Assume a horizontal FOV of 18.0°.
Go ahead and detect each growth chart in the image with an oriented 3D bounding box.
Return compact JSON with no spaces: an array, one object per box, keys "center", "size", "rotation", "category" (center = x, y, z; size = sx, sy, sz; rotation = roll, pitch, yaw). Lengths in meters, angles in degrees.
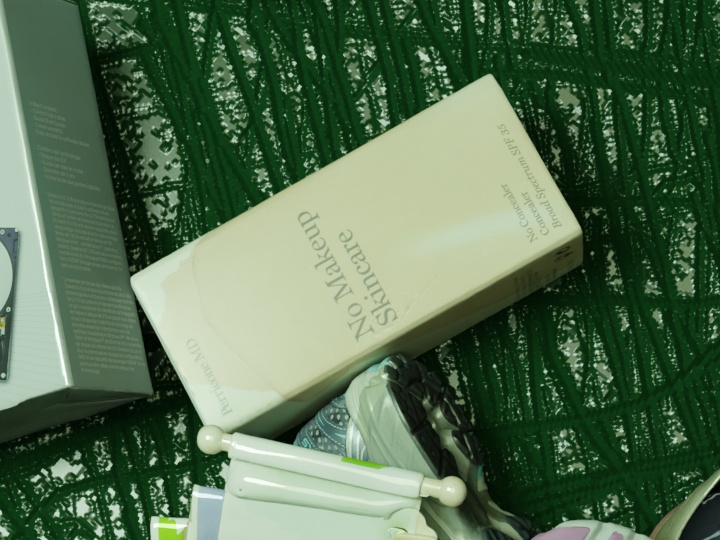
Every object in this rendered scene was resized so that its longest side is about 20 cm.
[{"center":[-0.043,0.165,1.052],"size":[0.144,0.018,0.201],"rotation":[17,111,7],"category":"growth chart"}]

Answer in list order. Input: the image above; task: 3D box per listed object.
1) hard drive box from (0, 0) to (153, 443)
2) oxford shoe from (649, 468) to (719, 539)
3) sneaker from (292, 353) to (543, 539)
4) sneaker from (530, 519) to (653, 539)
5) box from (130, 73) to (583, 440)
[{"center":[-0.199,-0.018,1.092],"size":[0.155,0.077,0.201],"rotation":[-19,76,24],"category":"hard drive box"},{"center":[0.218,0.090,1.059],"size":[0.200,0.074,0.071],"rotation":[-43,79,-3],"category":"oxford shoe"},{"center":[0.038,0.142,1.077],"size":[0.086,0.078,0.201],"rotation":[-31,85,28],"category":"sneaker"},{"center":[0.147,0.187,1.029],"size":[0.200,0.088,0.081],"rotation":[36,81,-7],"category":"sneaker"},{"center":[0.000,0.000,1.093],"size":[0.199,0.078,0.095],"rotation":[-31,78,-1],"category":"box"}]
